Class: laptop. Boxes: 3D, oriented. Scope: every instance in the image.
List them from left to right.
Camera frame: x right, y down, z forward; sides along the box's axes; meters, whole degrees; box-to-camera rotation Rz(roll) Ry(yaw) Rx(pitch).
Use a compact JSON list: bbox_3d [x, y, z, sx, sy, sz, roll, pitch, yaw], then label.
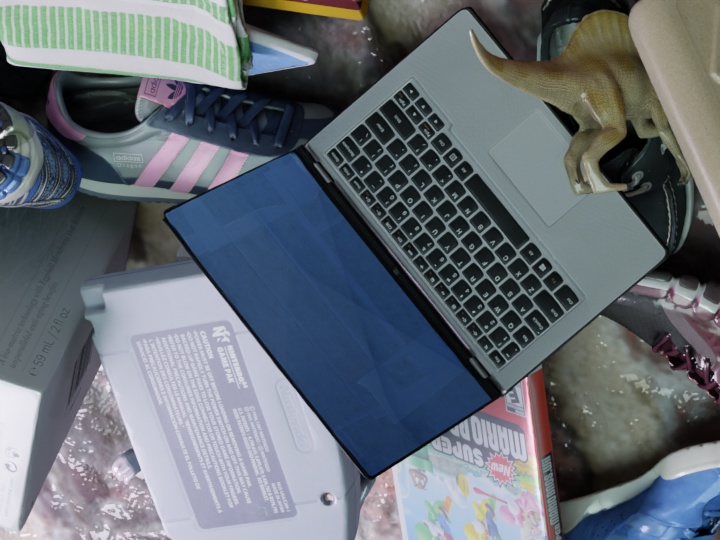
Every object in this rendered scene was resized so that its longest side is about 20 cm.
[{"bbox_3d":[0.033,-0.020,1.501,0.200,0.116,0.188,-40,81,7],"label":"laptop"}]

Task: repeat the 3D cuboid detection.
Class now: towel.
[{"bbox_3d":[-0.134,-0.144,1.450,0.152,0.024,0.200,7,165,3],"label":"towel"}]

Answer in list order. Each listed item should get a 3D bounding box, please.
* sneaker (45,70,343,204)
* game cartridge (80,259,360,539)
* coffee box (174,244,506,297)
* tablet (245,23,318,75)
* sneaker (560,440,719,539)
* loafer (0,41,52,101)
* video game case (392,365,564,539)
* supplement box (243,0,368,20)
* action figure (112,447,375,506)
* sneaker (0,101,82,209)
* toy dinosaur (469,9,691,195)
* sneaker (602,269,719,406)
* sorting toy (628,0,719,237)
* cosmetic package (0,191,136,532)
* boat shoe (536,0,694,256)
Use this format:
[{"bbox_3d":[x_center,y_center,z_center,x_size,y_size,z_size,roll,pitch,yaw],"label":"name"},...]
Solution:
[{"bbox_3d":[-0.096,-0.085,1.618,0.199,0.070,0.082,-1,141,14],"label":"sneaker"},{"bbox_3d":[-0.075,0.084,1.609,0.132,0.041,0.201,-7,116,24],"label":"game cartridge"},{"bbox_3d":[0.000,0.000,1.635,0.199,0.115,0.080,4,124,11],"label":"coffee box"},{"bbox_3d":[-0.136,-0.145,1.542,0.199,0.014,0.130,18,167,-34],"label":"tablet"},{"bbox_3d":[0.194,0.182,1.702,0.199,0.112,0.077,-24,155,31],"label":"sneaker"},{"bbox_3d":[-0.271,-0.172,1.626,0.200,0.073,0.072,40,164,-22],"label":"loafer"},{"bbox_3d":[0.071,0.131,1.703,0.143,0.017,0.201,17,124,46],"label":"video game case"},{"bbox_3d":[-0.093,-0.235,1.418,0.196,0.134,0.200,9,170,9],"label":"supplement box"},{"bbox_3d":[-0.069,0.073,1.681,0.199,0.134,0.149,33,138,7],"label":"action figure"},{"bbox_3d":[-0.242,-0.075,1.639,0.085,0.200,0.077,21,95,-45],"label":"sneaker"},{"bbox_3d":[0.130,-0.093,1.493,0.058,0.199,0.102,-4,91,57],"label":"toy dinosaur"},{"bbox_3d":[0.217,0.072,1.619,0.199,0.076,0.116,17,84,3],"label":"sneaker"},{"bbox_3d":[0.268,-0.098,1.467,0.199,0.036,0.186,-24,90,1],"label":"sorting toy"},{"bbox_3d":[-0.265,0.027,1.671,0.199,0.200,0.123,16,128,3],"label":"cosmetic package"},{"bbox_3d":[0.143,-0.078,1.573,0.075,0.060,0.201,-11,121,23],"label":"boat shoe"}]
